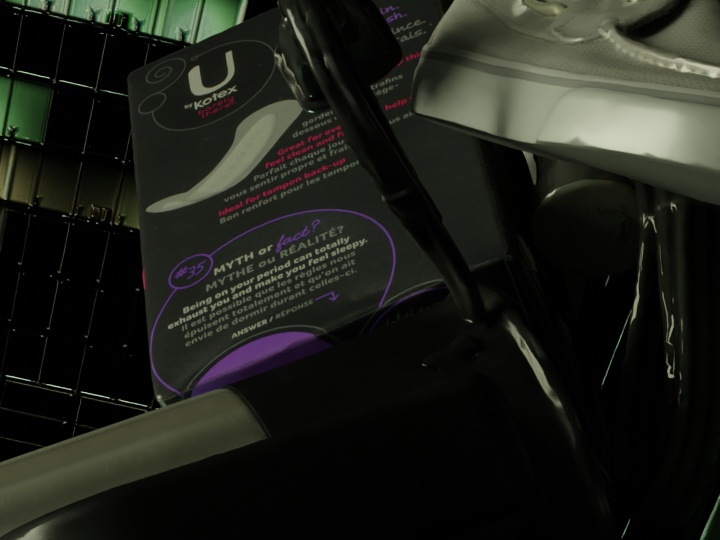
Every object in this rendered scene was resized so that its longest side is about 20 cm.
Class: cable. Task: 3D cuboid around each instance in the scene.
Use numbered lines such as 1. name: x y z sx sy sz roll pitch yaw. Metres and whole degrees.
1. cable: 0.102 -0.028 0.817 0.097 0.050 0.201 -46 40 49

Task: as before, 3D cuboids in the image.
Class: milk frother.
1. milk frother: -0.049 0.038 0.771 0.181 0.187 0.200 95 152 -57

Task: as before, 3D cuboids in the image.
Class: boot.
1. boot: 0.074 -0.073 0.755 0.200 0.073 0.096 22 96 65

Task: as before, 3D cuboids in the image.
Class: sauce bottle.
1. sauce bottle: 0.079 -0.078 0.958 0.200 0.066 0.066 -88 11 -48

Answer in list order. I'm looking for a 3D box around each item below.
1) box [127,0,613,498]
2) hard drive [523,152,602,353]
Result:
1. box: 0.000 0.000 0.955 0.200 0.122 0.106 -101 -14 -55
2. hard drive: 0.067 0.012 1.077 0.132 0.025 0.201 137 145 -82
